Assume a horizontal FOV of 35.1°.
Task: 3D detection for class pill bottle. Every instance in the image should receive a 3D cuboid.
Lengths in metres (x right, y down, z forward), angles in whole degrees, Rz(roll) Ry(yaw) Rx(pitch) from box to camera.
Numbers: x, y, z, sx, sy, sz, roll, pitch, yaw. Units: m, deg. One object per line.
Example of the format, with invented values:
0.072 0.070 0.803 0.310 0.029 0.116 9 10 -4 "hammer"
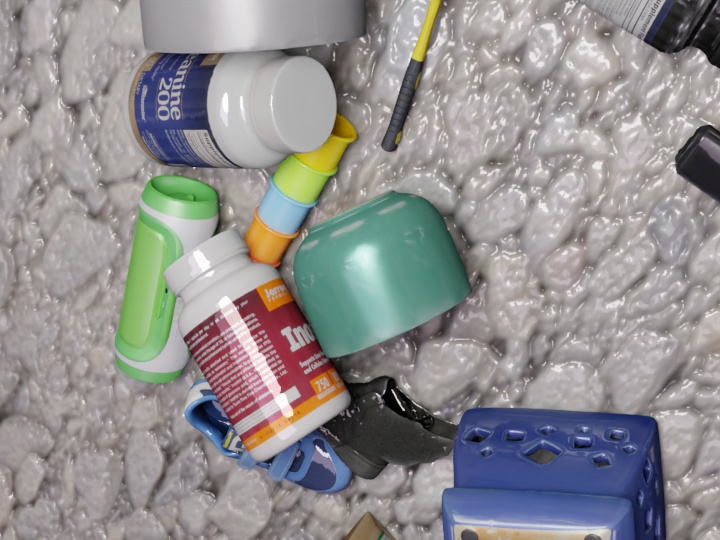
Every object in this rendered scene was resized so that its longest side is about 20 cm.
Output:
-0.119 -0.150 1.042 0.198 0.110 0.113 6 110 42 "pill bottle"
-0.102 0.069 1.080 0.112 0.113 0.202 -33 86 25 "pill bottle"
0.236 -0.247 0.914 0.198 0.112 0.113 33 114 8 "pill bottle"

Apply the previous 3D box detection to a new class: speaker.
-0.200 0.010 1.170 0.087 0.088 0.203 20 112 13 "speaker"

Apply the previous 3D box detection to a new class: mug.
0.000 0.001 1.055 0.183 0.152 0.116 -21 95 25 "mug"

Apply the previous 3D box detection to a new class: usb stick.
0.358 -0.051 0.967 0.199 0.033 0.056 36 137 7 "usb stick"

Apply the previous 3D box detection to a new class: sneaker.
-0.003 0.134 1.150 0.199 0.060 0.104 42 116 -1 "sneaker"
-0.100 0.177 1.185 0.198 0.082 0.075 30 113 7 "sneaker"

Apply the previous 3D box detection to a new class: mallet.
0.051 -0.197 1.024 0.041 0.066 0.203 25 113 12 "mallet"

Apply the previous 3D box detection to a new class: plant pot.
0.175 0.256 1.052 0.196 0.180 0.204 0 107 20 "plant pot"

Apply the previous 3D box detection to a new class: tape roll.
-0.093 -0.233 0.992 0.196 0.200 0.067 3 108 19 "tape roll"

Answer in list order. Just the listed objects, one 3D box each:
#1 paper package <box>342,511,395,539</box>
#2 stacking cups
-0.032 0.379 1.154 0.103 0.200 0.192 39 116 5 "paper package"
-0.070 -0.062 1.116 0.060 0.060 0.202 32 116 8 "stacking cups"
